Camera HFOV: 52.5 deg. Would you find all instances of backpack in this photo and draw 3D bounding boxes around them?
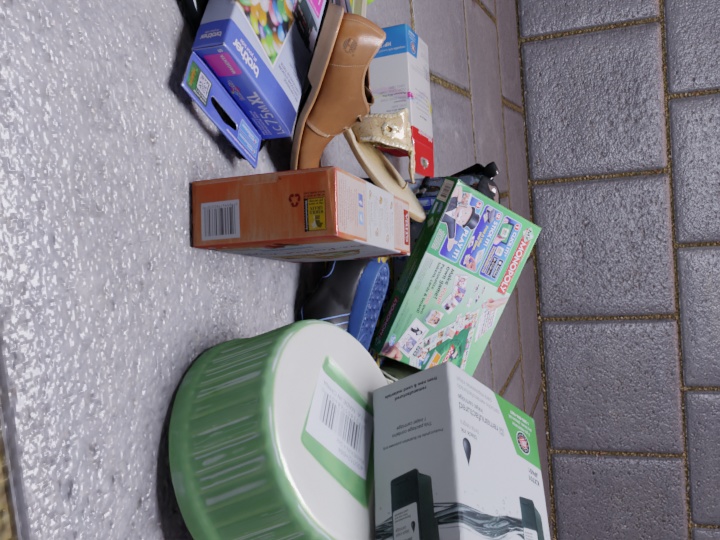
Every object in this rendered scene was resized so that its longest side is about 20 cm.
[{"bbox_3d":[0.079,-0.023,0.918,0.154,0.185,0.206,-38,126,-59],"label":"backpack"}]

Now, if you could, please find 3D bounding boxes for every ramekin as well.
[{"bbox_3d":[-0.047,0.140,0.585,0.199,0.096,0.205,37,41,-40],"label":"ramekin"}]

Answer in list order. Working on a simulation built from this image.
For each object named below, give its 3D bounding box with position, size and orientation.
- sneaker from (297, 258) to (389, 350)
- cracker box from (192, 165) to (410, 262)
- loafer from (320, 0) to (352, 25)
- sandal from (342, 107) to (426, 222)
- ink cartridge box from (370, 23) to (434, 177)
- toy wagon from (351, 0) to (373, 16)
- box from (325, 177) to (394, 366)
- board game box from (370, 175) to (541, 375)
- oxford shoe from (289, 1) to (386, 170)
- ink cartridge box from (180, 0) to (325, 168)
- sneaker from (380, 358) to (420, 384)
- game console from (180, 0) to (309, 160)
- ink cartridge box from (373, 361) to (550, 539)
[{"bbox_3d":[-0.035,0.076,0.775,0.205,0.076,0.070,-70,159,-4],"label":"sneaker"},{"bbox_3d":[-0.044,-0.043,0.661,0.199,0.130,0.060,7,81,-69],"label":"cracker box"},{"bbox_3d":[-0.052,-0.309,0.777,0.202,0.070,0.064,68,32,-47],"label":"loafer"},{"bbox_3d":[0.019,-0.156,0.782,0.213,0.070,0.077,52,22,10],"label":"sandal"},{"bbox_3d":[0.060,-0.237,1.068,0.116,0.065,0.207,-1,87,-69],"label":"ink cartridge box"},{"bbox_3d":[-0.021,-0.382,0.912,0.155,0.038,0.206,42,47,-63],"label":"toy wagon"},{"bbox_3d":[0.000,0.000,0.830,0.064,0.068,0.207,-34,126,-68],"label":"box"},{"bbox_3d":[0.108,0.017,0.816,0.132,0.029,0.204,23,94,-30],"label":"board game box"},{"bbox_3d":[-0.027,-0.153,0.711,0.202,0.069,0.073,116,-15,-48],"label":"oxford shoe"},{"bbox_3d":[-0.086,-0.209,0.645,0.120,0.041,0.205,50,47,-54],"label":"ink cartridge box"},{"bbox_3d":[0.017,0.162,0.821,0.203,0.066,0.091,-61,156,-25],"label":"sneaker"},{"bbox_3d":[-0.106,-0.234,0.680,0.179,0.030,0.204,-62,143,-46],"label":"game console"},{"bbox_3d":[0.082,0.198,0.569,0.146,0.082,0.205,35,43,-39],"label":"ink cartridge box"}]
